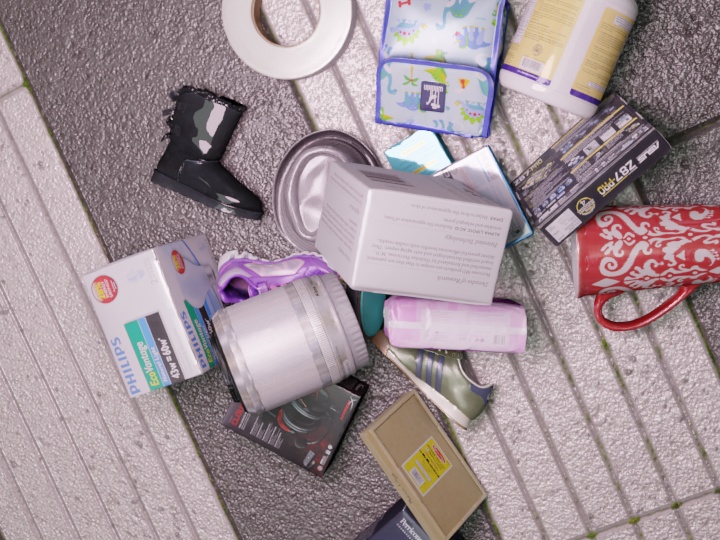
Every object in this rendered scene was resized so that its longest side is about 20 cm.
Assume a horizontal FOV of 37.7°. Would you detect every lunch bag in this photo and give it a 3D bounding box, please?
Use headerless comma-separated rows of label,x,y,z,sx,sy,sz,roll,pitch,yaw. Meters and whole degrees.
lunch bag,0.113,-0.294,1.484,0.170,0.127,0.200,10,100,11

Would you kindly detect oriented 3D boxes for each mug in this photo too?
mug,0.401,-0.018,1.481,0.200,0.133,0.178,-4,133,8

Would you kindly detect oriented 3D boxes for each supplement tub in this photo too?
supplement tub,0.288,-0.323,1.435,0.145,0.145,0.200,24,102,8

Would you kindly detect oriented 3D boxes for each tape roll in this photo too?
tape roll,-0.106,-0.385,1.565,0.203,0.037,0.203,2,99,12

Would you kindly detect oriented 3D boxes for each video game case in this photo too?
video game case,0.129,-0.072,1.517,0.200,0.018,0.143,-27,93,17

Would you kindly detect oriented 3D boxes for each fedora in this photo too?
fedora,-0.055,-0.109,1.565,0.177,0.090,0.200,21,102,9

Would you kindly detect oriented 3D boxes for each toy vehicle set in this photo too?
toy vehicle set,0.096,0.292,1.575,0.027,0.124,0.200,-35,90,45

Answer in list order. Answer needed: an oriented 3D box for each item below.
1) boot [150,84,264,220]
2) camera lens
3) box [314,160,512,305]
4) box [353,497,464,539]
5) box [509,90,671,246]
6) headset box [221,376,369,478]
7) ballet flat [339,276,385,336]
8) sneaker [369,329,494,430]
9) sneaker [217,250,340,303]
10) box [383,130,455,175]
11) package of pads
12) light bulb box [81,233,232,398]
boot,-0.217,-0.181,1.602,0.198,0.073,0.163,23,99,8
camera lens,-0.106,0.104,1.507,0.200,0.160,0.160,-21,93,-7
box,0.064,-0.052,1.391,0.200,0.199,0.131,7,104,-18
box,0.056,0.459,1.616,0.148,0.104,0.200,45,104,3
box,0.309,-0.143,1.448,0.200,0.161,0.049,-43,116,13
headset box,-0.110,0.203,1.629,0.200,0.075,0.149,28,102,7
ballet flat,0.000,0.000,1.552,0.073,0.073,0.200,6,118,11
sneaker,0.114,0.141,1.585,0.200,0.067,0.090,43,88,9
sneaker,-0.130,0.022,1.593,0.200,0.088,0.081,1,118,13
box,0.120,-0.109,1.550,0.082,0.049,0.200,-30,91,14
package of pads,0.134,0.075,1.516,0.200,0.121,0.076,3,94,-2
light bulb box,-0.288,0.062,1.582,0.125,0.200,0.198,-20,94,15
